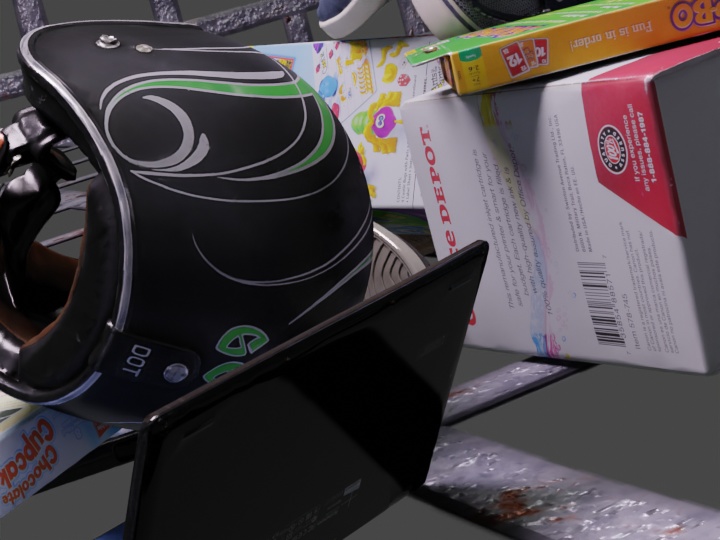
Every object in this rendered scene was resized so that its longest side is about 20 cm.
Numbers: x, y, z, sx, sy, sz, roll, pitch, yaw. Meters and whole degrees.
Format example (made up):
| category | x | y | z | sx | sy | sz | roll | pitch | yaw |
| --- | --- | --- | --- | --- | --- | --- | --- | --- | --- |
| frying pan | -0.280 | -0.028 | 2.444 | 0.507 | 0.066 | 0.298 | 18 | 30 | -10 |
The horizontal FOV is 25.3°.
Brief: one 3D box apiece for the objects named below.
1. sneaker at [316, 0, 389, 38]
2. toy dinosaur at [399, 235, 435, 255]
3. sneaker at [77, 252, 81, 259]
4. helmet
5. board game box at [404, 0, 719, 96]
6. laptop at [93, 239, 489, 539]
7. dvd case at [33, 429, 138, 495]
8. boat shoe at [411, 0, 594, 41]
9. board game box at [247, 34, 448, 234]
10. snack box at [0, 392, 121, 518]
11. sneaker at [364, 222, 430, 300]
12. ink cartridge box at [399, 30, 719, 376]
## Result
| category | x | y | z | sx | sy | sz | roll | pitch | yaw |
| --- | --- | --- | --- | --- | --- | --- | --- | --- | --- |
| sneaker | 0.006 | -0.202 | 0.905 | 0.075 | 0.085 | 0.200 | -43 | 2 | -25 |
| toy dinosaur | 0.038 | -0.041 | 1.131 | 0.135 | 0.086 | 0.200 | -2 | -3 | 8 |
| sneaker | -0.103 | 0.025 | 0.944 | 0.077 | 0.076 | 0.199 | -15 | 19 | -35 |
| helmet | -0.087 | -0.021 | 0.761 | 0.199 | 0.202 | 0.190 | -4 | 1 | 42 |
| board game box | 0.121 | -0.121 | 0.799 | 0.199 | 0.030 | 0.096 | -12 | 11 | 1 |
| laptop | -0.066 | 0.073 | 0.649 | 0.116 | 0.201 | 0.187 | 33 | 38 | 27 |
| dvd case | -0.108 | 0.074 | 0.917 | 0.199 | 0.018 | 0.143 | -17 | 13 | -15 |
| boat shoe | 0.107 | -0.176 | 0.916 | 0.093 | 0.075 | 0.200 | -41 | -8 | 31 |
| board game box | 0.004 | -0.080 | 0.996 | 0.199 | 0.106 | 0.103 | 3 | -6 | 36 |
| snack box | -0.225 | 0.101 | 0.825 | 0.199 | 0.037 | 0.116 | -15 | 14 | 36 |
| sneaker | 0.000 | 0.000 | 0.964 | 0.106 | 0.075 | 0.199 | 4 | 6 | -40 |
| ink cartridge box | 0.143 | -0.043 | 0.831 | 0.144 | 0.146 | 0.200 | -22 | 14 | -31 |
